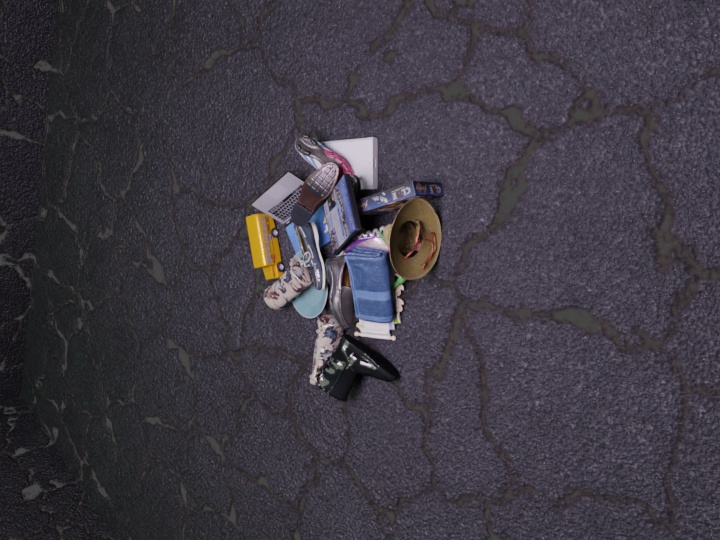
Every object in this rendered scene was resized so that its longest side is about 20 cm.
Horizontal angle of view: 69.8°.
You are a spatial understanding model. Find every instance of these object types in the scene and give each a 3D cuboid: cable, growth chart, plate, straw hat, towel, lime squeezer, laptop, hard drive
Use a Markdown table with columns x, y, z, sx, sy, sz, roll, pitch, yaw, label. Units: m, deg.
| x | y | z | sx | sy | sz | roll | pitch | yaw | label |
| --- | --- | --- | --- | --- | --- | --- | --- | --- | --- |
| -0.044 | -0.156 | 1.370 | 0.098 | 0.050 | 0.201 | 59 | 144 | 24 | cable |
| 0.049 | 0.094 | 1.376 | 0.142 | 0.018 | 0.204 | 9 | 108 | 24 | growth chart |
| -0.151 | 0.039 | 1.529 | 0.198 | 0.025 | 0.204 | 7 | 100 | 48 | plate |
| 0.102 | -0.076 | 1.225 | 0.084 | 0.199 | 0.205 | 13 | 104 | 43 | straw hat |
| 0.026 | 0.042 | 1.306 | 0.110 | 0.049 | 0.203 | 7 | 121 | 26 | towel |
| 0.083 | -0.008 | 1.296 | 0.070 | 0.038 | 0.203 | 14 | 126 | 29 | lime squeezer |
| -0.192 | -0.150 | 1.496 | 0.186 | 0.199 | 0.117 | -31 | 44 | 36 | laptop |
| -0.039 | -0.288 | 1.411 | 0.198 | 0.026 | 0.134 | 6 | 100 | 37 | hard drive |

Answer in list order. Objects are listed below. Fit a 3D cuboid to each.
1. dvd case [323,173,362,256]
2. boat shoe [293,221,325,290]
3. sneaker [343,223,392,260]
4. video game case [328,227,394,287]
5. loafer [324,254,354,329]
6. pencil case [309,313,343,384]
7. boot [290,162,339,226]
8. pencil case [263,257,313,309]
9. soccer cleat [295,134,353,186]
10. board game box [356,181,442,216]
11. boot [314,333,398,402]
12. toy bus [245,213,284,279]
| x | y | z | sx | sy | sz | roll | pitch | yaw | label |
| --- | --- | --- | --- | --- | --- | --- | --- | --- | --- |
| -0.048 | -0.134 | 1.291 | 0.200 | 0.017 | 0.145 | 140 | 119 | -65 | dvd case |
| -0.141 | -0.040 | 1.435 | 0.075 | 0.061 | 0.204 | 151 | 109 | -65 | boat shoe |
| 0.044 | -0.064 | 1.326 | 0.197 | 0.080 | 0.090 | -13 | 94 | 23 | sneaker |
| 0.000 | 0.000 | 1.420 | 0.182 | 0.024 | 0.202 | 41 | 119 | 27 | video game case |
| -0.044 | 0.058 | 1.403 | 0.072 | 0.072 | 0.204 | -15 | 87 | 38 | loafer |
| -0.098 | 0.227 | 1.478 | 0.077 | 0.088 | 0.204 | 27 | 113 | 48 | pencil case |
| -0.113 | -0.214 | 1.369 | 0.074 | 0.097 | 0.200 | 38 | 117 | -6 | boot |
| -0.215 | 0.044 | 1.524 | 0.200 | 0.077 | 0.090 | -40 | 75 | 43 | pencil case |
| -0.092 | -0.295 | 1.400 | 0.199 | 0.086 | 0.070 | 42 | 93 | 2 | soccer cleat |
| 0.084 | -0.173 | 1.261 | 0.198 | 0.135 | 0.035 | -13 | 89 | 39 | board game box |
| -0.016 | 0.285 | 1.399 | 0.197 | 0.073 | 0.164 | 33 | 104 | 4 | boot |
| -0.297 | -0.072 | 1.608 | 0.064 | 0.078 | 0.204 | -9 | 90 | 38 | toy bus |
